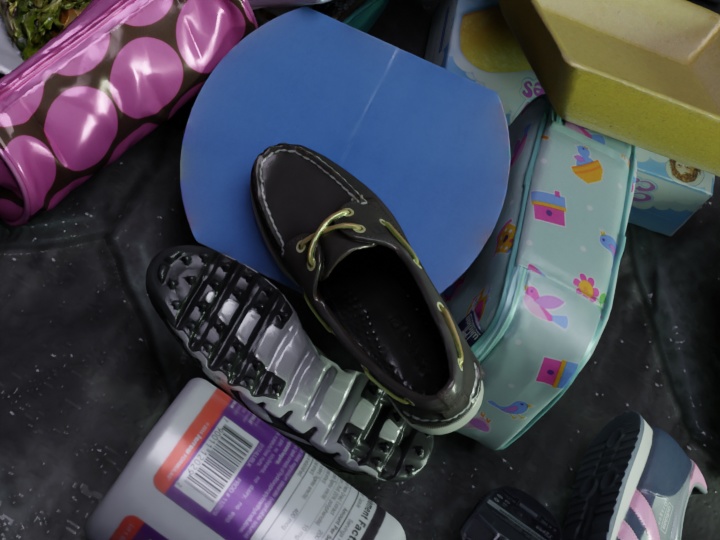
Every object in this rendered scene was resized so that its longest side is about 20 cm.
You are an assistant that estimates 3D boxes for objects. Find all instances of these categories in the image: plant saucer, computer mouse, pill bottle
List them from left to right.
[{"bbox_3d":[-0.045,0.161,1.066,0.200,0.111,0.112,37,60,-1],"label":"pill bottle"},{"bbox_3d":[0.072,0.171,1.093,0.059,0.034,0.200,36,19,10],"label":"computer mouse"},{"bbox_3d":[0.174,-0.127,1.188,0.199,0.049,0.200,18,28,-23],"label":"plant saucer"}]

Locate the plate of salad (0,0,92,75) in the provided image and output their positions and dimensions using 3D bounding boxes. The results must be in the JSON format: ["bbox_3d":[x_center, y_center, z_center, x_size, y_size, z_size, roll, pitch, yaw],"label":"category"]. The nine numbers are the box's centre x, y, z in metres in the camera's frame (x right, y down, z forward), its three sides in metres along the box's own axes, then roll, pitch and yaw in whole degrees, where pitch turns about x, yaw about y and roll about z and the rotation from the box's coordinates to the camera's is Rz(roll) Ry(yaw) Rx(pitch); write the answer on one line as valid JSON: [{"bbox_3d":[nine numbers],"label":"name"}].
[{"bbox_3d":[-0.190,-0.208,1.220,0.199,0.048,0.201,8,65,-16],"label":"plate of salad"}]

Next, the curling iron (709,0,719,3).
[{"bbox_3d":[0.180,-0.241,1.382,0.199,0.026,0.050,23,64,-9],"label":"curling iron"}]

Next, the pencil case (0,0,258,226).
[{"bbox_3d":[-0.159,-0.118,1.144,0.091,0.094,0.200,41,71,17],"label":"pencil case"}]

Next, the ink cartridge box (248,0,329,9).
[{"bbox_3d":[0.002,-0.209,1.233,0.200,0.119,0.042,-22,108,-40],"label":"ink cartridge box"}]

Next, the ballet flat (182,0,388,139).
[{"bbox_3d":[-0.051,-0.136,1.225,0.072,0.072,0.201,36,59,-1],"label":"ballet flat"}]

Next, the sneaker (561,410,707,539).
[{"bbox_3d":[0.159,0.189,1.155,0.082,0.070,0.201,34,66,-20],"label":"sneaker"}]

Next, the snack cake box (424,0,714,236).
[{"bbox_3d":[0.141,-0.114,1.286,0.199,0.067,0.115,17,61,-12],"label":"snack cake box"}]

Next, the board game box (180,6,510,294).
[{"bbox_3d":[-0.009,-0.059,1.145,0.199,0.039,0.159,25,84,14],"label":"board game box"}]

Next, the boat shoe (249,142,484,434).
[{"bbox_3d":[0.000,0.000,1.073,0.072,0.061,0.201,-37,71,-2],"label":"boat shoe"}]

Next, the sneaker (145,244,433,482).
[{"bbox_3d":[-0.055,0.062,1.116,0.200,0.090,0.067,38,63,-17],"label":"sneaker"}]

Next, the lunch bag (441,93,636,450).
[{"bbox_3d":[0.093,0.004,1.165,0.077,0.160,0.201,25,54,-13],"label":"lunch bag"}]
